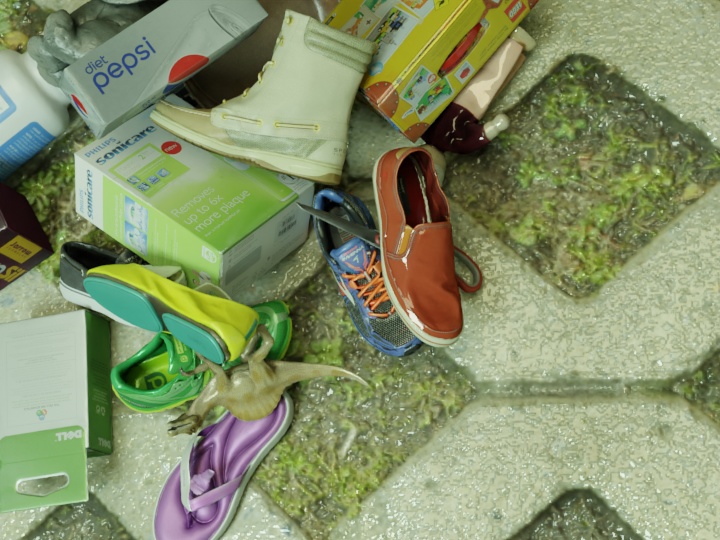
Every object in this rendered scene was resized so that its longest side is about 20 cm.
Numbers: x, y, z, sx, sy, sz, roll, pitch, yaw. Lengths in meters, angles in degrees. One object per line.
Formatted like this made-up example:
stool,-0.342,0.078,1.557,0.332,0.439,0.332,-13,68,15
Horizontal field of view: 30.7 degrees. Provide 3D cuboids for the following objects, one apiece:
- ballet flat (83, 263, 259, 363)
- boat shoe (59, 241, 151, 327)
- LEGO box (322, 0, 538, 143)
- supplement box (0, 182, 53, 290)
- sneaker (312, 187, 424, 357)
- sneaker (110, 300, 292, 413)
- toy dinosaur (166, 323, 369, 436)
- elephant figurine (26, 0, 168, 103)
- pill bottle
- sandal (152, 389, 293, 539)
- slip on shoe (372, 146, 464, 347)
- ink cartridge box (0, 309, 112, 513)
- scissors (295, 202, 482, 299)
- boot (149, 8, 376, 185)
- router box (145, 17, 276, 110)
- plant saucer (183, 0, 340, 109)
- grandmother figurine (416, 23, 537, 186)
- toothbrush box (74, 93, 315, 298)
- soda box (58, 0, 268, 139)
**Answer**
ballet flat,-0.177,0.030,1.258,0.200,0.067,0.067,22,55,34
boat shoe,-0.238,0.007,1.351,0.200,0.070,0.066,15,121,39
LEGO box,0.062,-0.253,1.331,0.200,0.077,0.149,-49,48,3
supplement box,-0.450,-0.010,1.418,0.200,0.110,0.086,-34,69,4
sneaker,0.000,0.000,1.307,0.075,0.078,0.200,-34,69,5
sneaker,-0.160,0.089,1.324,0.200,0.084,0.074,-26,69,7
toy dinosaur,-0.101,0.098,1.285,0.200,0.058,0.101,-18,108,-3
elephant figurine,-0.246,-0.276,1.371,0.155,0.141,0.200,36,67,-18
pill bottle,-0.393,-0.171,1.447,0.200,0.112,0.112,-37,69,2
sandal,-0.146,0.193,1.308,0.082,0.050,0.203,31,83,21
slip on shoe,0.059,-0.025,1.252,0.074,0.061,0.200,-6,79,-27
ink cartridge box,-0.317,0.148,1.363,0.104,0.059,0.200,-9,73,13
scissors,0.031,-0.029,1.284,0.200,0.014,0.073,36,66,-8
boot,-0.095,-0.180,1.280,0.200,0.072,0.155,17,94,10
router box,-0.205,-0.259,1.451,0.200,0.051,0.149,-35,71,4
plant saucer,-0.110,-0.247,1.373,0.200,0.200,0.034,-61,28,-6
grandmother figurine,0.103,-0.161,1.339,0.121,0.061,0.200,31,87,48
toothbrush box,-0.169,-0.074,1.337,0.200,0.086,0.146,33,49,22
soda box,-0.190,-0.213,1.270,0.200,0.063,0.068,-38,95,-19
